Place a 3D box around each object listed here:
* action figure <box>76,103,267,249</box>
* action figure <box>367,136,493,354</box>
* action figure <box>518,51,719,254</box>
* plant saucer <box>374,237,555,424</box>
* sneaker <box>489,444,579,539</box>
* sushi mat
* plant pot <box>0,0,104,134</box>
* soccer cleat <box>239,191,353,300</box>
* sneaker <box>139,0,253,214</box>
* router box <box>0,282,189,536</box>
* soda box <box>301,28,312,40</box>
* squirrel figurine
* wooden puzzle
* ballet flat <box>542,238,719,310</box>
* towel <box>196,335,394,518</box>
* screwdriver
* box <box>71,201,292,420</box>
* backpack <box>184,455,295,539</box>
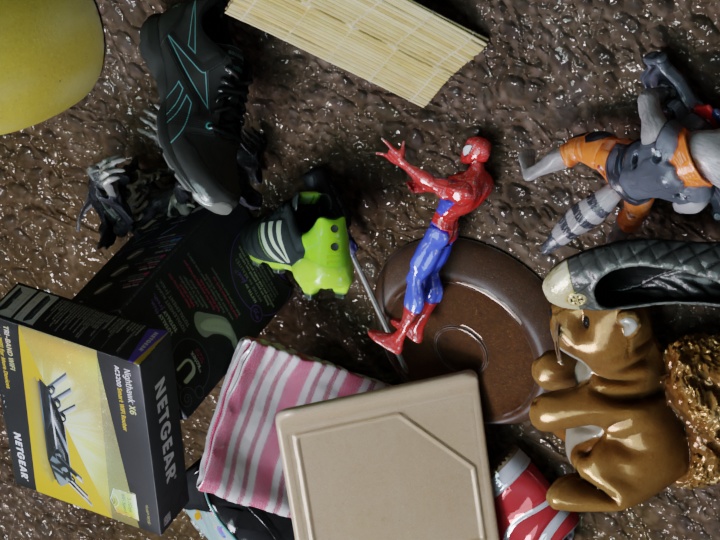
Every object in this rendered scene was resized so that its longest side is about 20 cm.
[{"bbox_3d":[-0.183,-0.087,1.818,0.199,0.119,0.102,-9,129,26],"label":"action figure"},{"bbox_3d":[0.045,-0.039,1.724,0.099,0.065,0.201,35,118,16],"label":"action figure"},{"bbox_3d":[0.236,-0.055,1.579,0.200,0.105,0.193,51,143,-10],"label":"action figure"},{"bbox_3d":[0.094,0.063,1.808,0.199,0.035,0.201,18,132,21],"label":"plant saucer"},{"bbox_3d":[0.124,0.256,1.912,0.112,0.071,0.200,44,133,0],"label":"sneaker"},{"bbox_3d":[-0.003,-0.195,1.616,0.199,0.012,0.096,23,139,-27],"label":"sushi mat"},{"bbox_3d":[-0.349,-0.196,1.815,0.199,0.142,0.201,17,131,20],"label":"plant pot"},{"bbox_3d":[-0.052,-0.033,1.769,0.200,0.067,0.082,-151,61,-64],"label":"soccer cleat"},{"bbox_3d":[-0.130,-0.144,1.709,0.079,0.075,0.201,-26,66,22],"label":"sneaker"},{"bbox_3d":[-0.234,0.121,1.765,0.156,0.052,0.201,16,131,23],"label":"router box"},{"bbox_3d":[-0.012,-0.274,1.593,0.068,0.064,0.200,40,135,-1],"label":"soda box"},{"bbox_3d":[0.238,0.090,1.689,0.199,0.142,0.188,3,116,14],"label":"squirrel figurine"},{"bbox_3d":[0.025,0.191,1.822,0.184,0.037,0.201,-11,113,-8],"label":"wooden puzzle"},{"bbox_3d":[0.236,0.010,1.578,0.199,0.057,0.067,-4,147,20],"label":"ballet flat"},{"bbox_3d":[-0.043,0.154,1.838,0.199,0.147,0.030,20,174,-27],"label":"towel"},{"bbox_3d":[0.000,0.000,1.805,0.028,0.029,0.201,-24,103,9],"label":"screwdriver"},{"bbox_3d":[-0.170,0.036,1.839,0.106,0.200,0.123,-14,115,38],"label":"box"},{"bbox_3d":[-0.059,0.227,1.932,0.200,0.176,0.153,50,156,-6],"label":"backpack"}]
